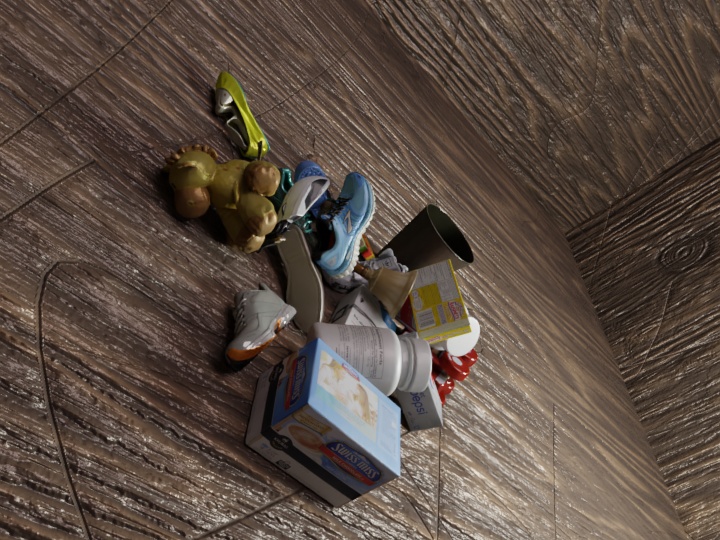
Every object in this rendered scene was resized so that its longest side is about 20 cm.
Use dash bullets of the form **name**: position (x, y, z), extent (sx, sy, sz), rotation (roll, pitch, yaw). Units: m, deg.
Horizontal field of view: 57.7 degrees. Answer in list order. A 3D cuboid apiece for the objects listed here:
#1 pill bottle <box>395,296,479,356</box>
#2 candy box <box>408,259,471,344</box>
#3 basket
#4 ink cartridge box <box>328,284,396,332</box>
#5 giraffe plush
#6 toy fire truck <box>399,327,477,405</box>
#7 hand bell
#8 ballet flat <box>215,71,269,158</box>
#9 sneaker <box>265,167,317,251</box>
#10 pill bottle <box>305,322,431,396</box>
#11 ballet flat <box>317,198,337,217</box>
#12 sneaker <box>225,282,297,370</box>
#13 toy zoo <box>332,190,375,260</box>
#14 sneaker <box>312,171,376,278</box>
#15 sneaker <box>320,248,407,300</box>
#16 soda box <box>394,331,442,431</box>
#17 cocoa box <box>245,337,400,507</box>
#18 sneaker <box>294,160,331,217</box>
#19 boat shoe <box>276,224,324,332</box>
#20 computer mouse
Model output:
- **pill bottle**: position (0.154, 0.095, 1.365), extent (0.112, 0.113, 0.200), rotation (34, 1, -38)
- **candy box**: position (0.149, 0.059, 1.291), extent (0.201, 0.101, 0.027), rotation (-97, 170, -51)
- **basket**: position (0.131, -0.031, 1.501), extent (0.180, 0.199, 0.137), rotation (38, 31, -31)
- **ink cartridge box**: position (-0.003, 0.128, 1.235), extent (0.116, 0.066, 0.201), rotation (51, 26, -13)
- **giraffe plush**: position (-0.235, -0.137, 1.063), extent (0.160, 0.172, 0.203), rotation (7, 61, -31)
- **toy fire truck**: position (0.148, 0.187, 1.407), extent (0.167, 0.113, 0.200), rotation (40, 23, 9)
- **hand bell**: position (0.000, 0.000, 1.258), extent (0.198, 0.105, 0.104), rotation (29, 29, -2)
- **ballet flat**: position (-0.254, -0.313, 1.319), extent (0.067, 0.067, 0.202), rotation (-23, 82, -42)
- **sneaker**: position (-0.127, -0.110, 1.266), extent (0.201, 0.091, 0.078), rotation (54, 27, -5)
- **pill bottle**: position (0.011, 0.151, 1.085), extent (0.197, 0.115, 0.115), rotation (6, 46, -16)
- **ballet flat**: position (-0.064, -0.078, 1.332), extent (0.070, 0.066, 0.200), rotation (20, -18, 10)
- **sneaker**: position (-0.173, 0.080, 1.005), extent (0.092, 0.076, 0.200), rotation (46, 19, -3)
- **toy zoo**: position (-0.009, -0.090, 1.448), extent (0.200, 0.020, 0.133), rotation (45, 20, -75)
- **sneaker**: position (-0.035, -0.093, 1.196), extent (0.089, 0.078, 0.203), rotation (27, 69, -38)
- **sneaker**: position (0.011, -0.003, 1.356), extent (0.199, 0.114, 0.076), rotation (26, 38, -46)
- **soda box**: position (0.102, 0.214, 1.237), extent (0.064, 0.067, 0.202), rotation (-85, 158, -54)
- **cocoa box**: position (-0.048, 0.227, 0.969), extent (0.200, 0.131, 0.134), rotation (44, 28, -25)
- **sneaker**: position (-0.104, -0.176, 1.361), extent (0.078, 0.070, 0.201), rotation (57, -6, 27)
- **boat shoe**: position (-0.102, 0.016, 1.189), extent (0.059, 0.071, 0.203), rotation (33, 38, -68)
- **computer mouse**: position (-0.126, -0.114, 1.173), extent (0.044, 0.109, 0.201), rotation (49, 51, -19)
